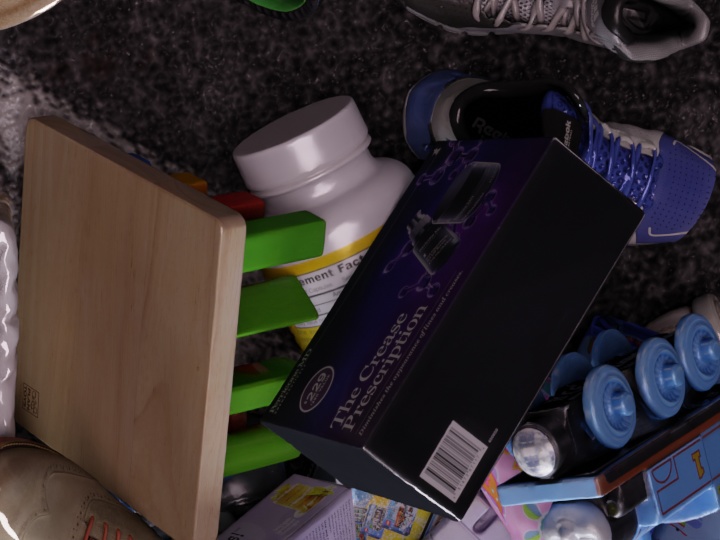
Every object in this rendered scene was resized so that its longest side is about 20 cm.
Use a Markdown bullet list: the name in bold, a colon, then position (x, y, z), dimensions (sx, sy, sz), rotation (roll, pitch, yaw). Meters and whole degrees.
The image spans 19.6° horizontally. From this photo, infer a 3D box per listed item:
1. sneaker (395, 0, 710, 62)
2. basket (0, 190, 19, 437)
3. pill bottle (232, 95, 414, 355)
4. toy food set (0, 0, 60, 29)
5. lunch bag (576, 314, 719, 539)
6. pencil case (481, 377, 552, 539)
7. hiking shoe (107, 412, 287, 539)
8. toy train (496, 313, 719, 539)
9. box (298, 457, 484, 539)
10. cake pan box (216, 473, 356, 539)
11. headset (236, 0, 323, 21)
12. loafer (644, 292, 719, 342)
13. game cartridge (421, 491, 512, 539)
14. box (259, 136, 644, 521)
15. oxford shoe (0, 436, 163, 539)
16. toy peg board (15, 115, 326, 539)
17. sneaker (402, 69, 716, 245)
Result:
- **sneaker**: position (0.119, -0.168, 1.254), dimensions (0.199, 0.116, 0.076), rotation (7, 102, -10)
- **basket**: position (-0.296, 0.048, 1.220), dimensions (0.198, 0.161, 0.200), rotation (2, 103, -6)
- **pill bottle**: position (0.000, 0.000, 1.278), dimensions (0.111, 0.111, 0.201), rotation (-25, 105, -2)
- **toy food set**: position (-0.195, -0.226, 1.179), dimensions (0.200, 0.198, 0.049), rotation (-44, 149, 8)
- **lunch bag**: position (0.198, 0.128, 1.319), dimensions (0.199, 0.094, 0.151), rotation (26, 113, 26)
- **pencil case**: position (0.133, 0.165, 1.278), dimensions (0.087, 0.087, 0.201), rotation (-28, 73, -1)
- **hiking shoe**: position (-0.142, 0.136, 1.322), dimensions (0.198, 0.074, 0.087), rotation (-3, 77, -4)
- **toy train**: position (0.154, 0.098, 1.182), dimensions (0.086, 0.200, 0.115), rotation (-13, 96, 38)
- **box**: position (0.002, 0.212, 1.365), dimensions (0.136, 0.038, 0.201), rotation (22, 99, -12)
- **cake pan box**: position (-0.060, 0.251, 1.248), dimensions (0.052, 0.184, 0.201), rotation (10, 120, 34)
- **headset**: position (-0.106, -0.210, 1.214), dimensions (0.199, 0.124, 0.094), rotation (35, 68, 14)
- **loafer**: position (0.243, 0.114, 1.368), dimensions (0.063, 0.072, 0.201), rotation (-22, 99, 15)
- **game cartridge**: position (0.099, 0.254, 1.333), dimensions (0.200, 0.038, 0.130), rotation (45, 98, -1)
- **box**: position (0.049, 0.028, 1.164), dimensions (0.079, 0.141, 0.201), rotation (37, 76, -20)
- **oxford shoe**: position (-0.152, 0.151, 1.187), dimensions (0.200, 0.074, 0.071), rotation (46, 63, -55)
- **toy peg board**: position (-0.112, 0.027, 1.245), dimensions (0.097, 0.199, 0.201), rotation (-10, 116, -39)
- **sneaker**: position (0.128, -0.066, 1.274), dimensions (0.198, 0.115, 0.081), rotation (19, 91, -12)
